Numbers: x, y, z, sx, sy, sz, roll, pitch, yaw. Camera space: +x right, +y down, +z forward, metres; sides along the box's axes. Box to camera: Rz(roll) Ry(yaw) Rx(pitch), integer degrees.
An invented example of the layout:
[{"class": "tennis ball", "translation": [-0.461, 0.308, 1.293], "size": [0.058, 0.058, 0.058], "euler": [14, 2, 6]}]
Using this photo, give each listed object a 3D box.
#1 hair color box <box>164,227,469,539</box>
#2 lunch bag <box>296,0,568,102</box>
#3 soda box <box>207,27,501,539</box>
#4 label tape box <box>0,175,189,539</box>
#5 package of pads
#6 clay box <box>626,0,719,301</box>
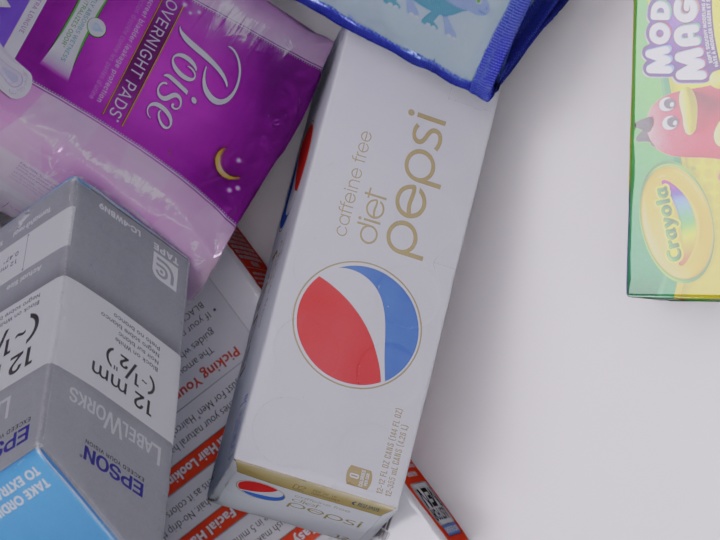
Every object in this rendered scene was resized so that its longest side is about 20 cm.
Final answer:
[{"class": "hair color box", "translation": [-0.060, 0.065, 1.200], "size": [0.111, 0.064, 0.200], "euler": [-37, 81, 7]}, {"class": "lunch bag", "translation": [0.028, -0.185, 1.147], "size": [0.170, 0.127, 0.200], "euler": [29, 76, 10]}, {"class": "soda box", "translation": [0.000, 0.000, 1.146], "size": [0.068, 0.064, 0.200], "euler": [17, 69, -7]}, {"class": "label tape box", "translation": [-0.137, 0.082, 1.044], "size": [0.143, 0.200, 0.066], "euler": [-33, 123, 30]}, {"class": "package of pads", "translation": [-0.121, -0.084, 1.124], "size": [0.200, 0.076, 0.121], "euler": [33, 62, -13]}, {"class": "clay box", "translation": [0.132, -0.088, 1.139], "size": [0.047, 0.115, 0.201], "euler": [0, 88, 11]}]
